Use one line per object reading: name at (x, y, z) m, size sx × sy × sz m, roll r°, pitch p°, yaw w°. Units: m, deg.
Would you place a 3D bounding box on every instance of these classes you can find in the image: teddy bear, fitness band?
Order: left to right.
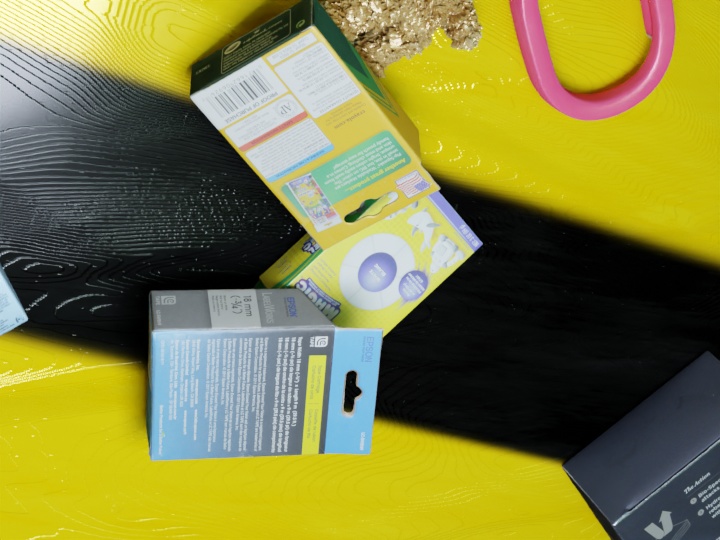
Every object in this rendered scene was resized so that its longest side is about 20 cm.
teddy bear at (0.052, -0.233, 1.641) m, size 0.199 × 0.067 × 0.146 m, roll -24°, pitch 124°, yaw -10°
fitness band at (0.206, -0.230, 1.734) m, size 0.143 × 0.037 × 0.201 m, roll -24°, pitch 121°, yaw -9°

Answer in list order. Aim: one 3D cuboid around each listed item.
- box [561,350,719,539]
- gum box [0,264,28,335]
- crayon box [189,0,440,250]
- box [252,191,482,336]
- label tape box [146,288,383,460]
box at (0.345, 0.226, 1.973) m, size 0.196 × 0.117 × 0.200 m, roll -38°, pitch 125°, yaw -2°
gum box at (-0.335, -0.064, 1.490) m, size 0.044 × 0.170 × 0.201 m, roll -29°, pitch 124°, yaw -7°
crayon box at (-0.037, -0.122, 1.641) m, size 0.125 × 0.052 × 0.200 m, roll -27°, pitch 126°, yaw 19°
box at (0.000, 0.000, 1.748) m, size 0.200 × 0.048 × 0.117 m, roll -42°, pitch 124°, yaw 2°
label tape box at (-0.087, 0.091, 1.708) m, size 0.198 × 0.063 × 0.145 m, roll -1°, pitch 125°, yaw -9°
